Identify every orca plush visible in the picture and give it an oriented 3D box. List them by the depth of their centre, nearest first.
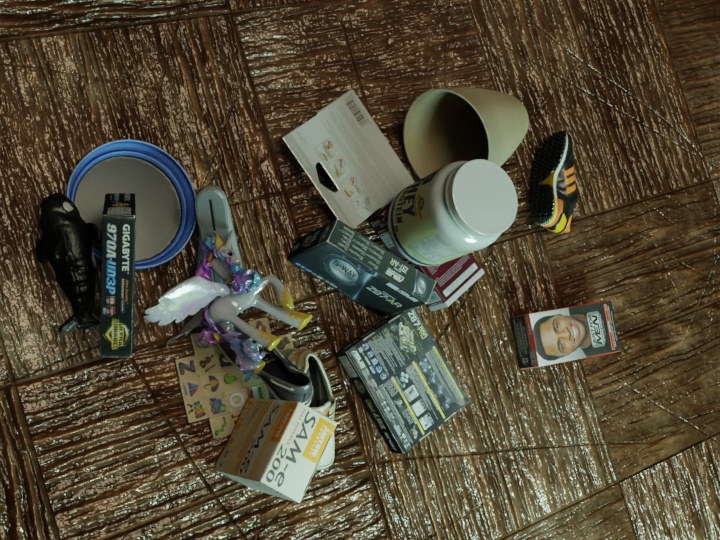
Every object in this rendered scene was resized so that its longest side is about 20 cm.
[{"bbox_3d":[-0.430,-0.012,1.375,0.105,0.071,0.201,2,92,11],"label":"orca plush"}]

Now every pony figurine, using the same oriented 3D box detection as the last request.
[{"bbox_3d":[-0.201,0.056,1.423,0.200,0.167,0.193,41,73,11],"label":"pony figurine"}]

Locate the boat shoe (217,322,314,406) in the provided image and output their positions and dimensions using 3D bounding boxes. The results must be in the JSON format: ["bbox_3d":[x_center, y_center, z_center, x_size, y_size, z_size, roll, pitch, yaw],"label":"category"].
[{"bbox_3d":[-0.147,0.129,1.479,0.200,0.063,0.073,41,55,16],"label":"boat shoe"}]

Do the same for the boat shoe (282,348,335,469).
[{"bbox_3d":[-0.078,0.223,1.529,0.075,0.068,0.201,-19,96,-34],"label":"boat shoe"}]

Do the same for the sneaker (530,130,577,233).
[{"bbox_3d":[0.385,-0.167,1.863,0.090,0.070,0.201,25,69,-37],"label":"sneaker"}]

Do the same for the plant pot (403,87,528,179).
[{"bbox_3d":[0.211,-0.250,1.733,0.200,0.187,0.188,-24,92,-43],"label":"plant pot"}]

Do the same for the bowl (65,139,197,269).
[{"bbox_3d":[-0.351,-0.098,1.474,0.200,0.039,0.201,6,77,-26],"label":"bowl"}]

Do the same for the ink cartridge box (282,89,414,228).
[{"bbox_3d":[-0.025,-0.184,1.659,0.173,0.044,0.200,-39,99,-27],"label":"ink cartridge box"}]

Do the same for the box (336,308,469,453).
[{"bbox_3d":[0.073,0.183,1.633,0.161,0.049,0.200,-33,96,-27],"label":"box"}]

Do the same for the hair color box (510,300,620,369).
[{"bbox_3d":[0.385,0.119,1.801,0.199,0.061,0.102,-8,85,-28],"label":"hair color box"}]

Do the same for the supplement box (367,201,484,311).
[{"bbox_3d":[0.116,-0.041,1.693,0.109,0.061,0.200,-39,99,-28],"label":"supplement box"}]

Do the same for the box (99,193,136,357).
[{"bbox_3d":[-0.340,0.003,1.351,0.046,0.159,0.201,1,104,-13],"label":"box"}]

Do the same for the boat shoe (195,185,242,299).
[{"bbox_3d":[-0.218,-0.036,1.511,0.073,0.067,0.201,2,104,2],"label":"boat shoe"}]

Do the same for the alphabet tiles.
[{"bbox_3d":[-0.189,0.168,1.524,0.199,0.006,0.167,-12,85,-29],"label":"alphabet tiles"}]

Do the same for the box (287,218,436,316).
[{"bbox_3d":[0.000,0.000,1.568,0.200,0.160,0.044,32,67,-19],"label":"box"}]

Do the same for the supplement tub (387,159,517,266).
[{"bbox_3d":[0.149,-0.094,1.572,0.145,0.200,0.146,6,76,-26],"label":"supplement tub"}]

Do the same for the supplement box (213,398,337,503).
[{"bbox_3d":[-0.130,0.260,1.420,0.073,0.200,0.126,33,70,-21],"label":"supplement box"}]
